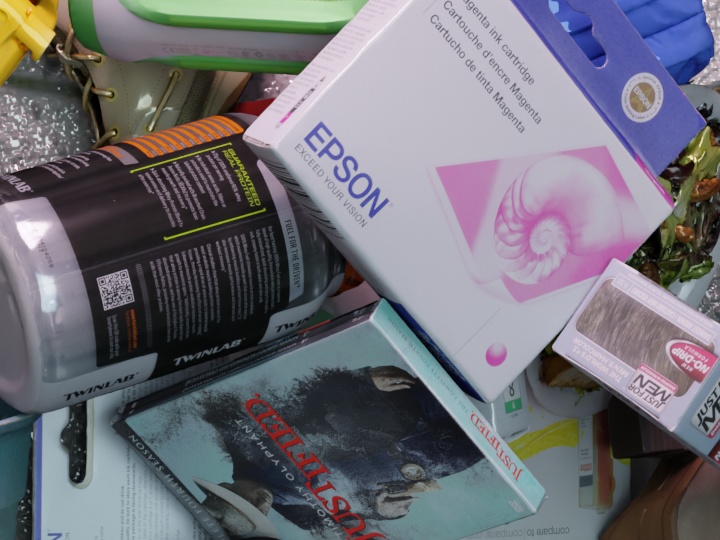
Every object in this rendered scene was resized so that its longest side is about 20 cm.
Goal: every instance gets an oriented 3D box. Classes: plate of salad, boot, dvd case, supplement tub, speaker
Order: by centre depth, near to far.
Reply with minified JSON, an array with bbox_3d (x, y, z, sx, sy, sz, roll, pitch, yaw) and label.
[{"bbox_3d":[-0.101,-0.009,1.459,0.200,0.123,0.123,-17,94,-25],"label":"supplement tub"},{"bbox_3d":[-0.048,-0.146,1.482,0.200,0.088,0.089,4,87,13],"label":"speaker"},{"bbox_3d":[-0.019,0.099,1.504,0.146,0.200,0.022,50,43,-21],"label":"dvd case"},{"bbox_3d":[-0.150,-0.108,1.561,0.155,0.073,0.200,35,66,-16],"label":"boot"},{"bbox_3d":[0.159,-0.006,1.565,0.200,0.048,0.200,-32,136,-38],"label":"plate of salad"},{"bbox_3d":[0.208,0.140,1.625,0.146,0.070,0.200,-2,92,-38],"label":"boot"}]

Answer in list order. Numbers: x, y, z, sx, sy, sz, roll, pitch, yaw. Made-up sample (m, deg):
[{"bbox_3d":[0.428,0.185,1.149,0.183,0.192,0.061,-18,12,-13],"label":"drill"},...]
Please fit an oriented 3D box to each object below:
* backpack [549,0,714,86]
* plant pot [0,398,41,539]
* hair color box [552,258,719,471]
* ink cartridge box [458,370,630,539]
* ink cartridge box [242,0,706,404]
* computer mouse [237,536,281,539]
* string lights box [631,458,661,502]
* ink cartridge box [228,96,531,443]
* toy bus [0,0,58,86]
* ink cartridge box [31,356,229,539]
[{"bbox_3d":[0.110,-0.129,1.595,0.162,0.200,0.168,-28,98,-18],"label":"backpack"},{"bbox_3d":[-0.263,0.166,1.472,0.200,0.200,0.196,-2,97,-19],"label":"plant pot"},{"bbox_3d":[0.200,0.076,1.490,0.200,0.099,0.061,34,91,-44],"label":"hair color box"},{"bbox_3d":[0.079,0.087,1.621,0.145,0.083,0.200,1,89,-39],"label":"ink cartridge box"},{"bbox_3d":[0.070,-0.068,1.435,0.200,0.043,0.196,-47,118,-9],"label":"ink cartridge box"},{"bbox_3d":[-0.116,0.207,1.515,0.200,0.059,0.034,-36,56,-20],"label":"computer mouse"},{"bbox_3d":[0.252,0.155,1.712,0.200,0.059,0.103,-1,87,-19],"label":"string lights box"},{"bbox_3d":[0.000,0.000,1.537,0.050,0.161,0.200,-18,99,-60],"label":"ink cartridge box"},{"bbox_3d":[-0.215,-0.141,1.457,0.136,0.200,0.192,42,97,-12],"label":"toy bus"},{"bbox_3d":[-0.092,0.094,1.603,0.200,0.041,0.200,2,88,-19],"label":"ink cartridge box"}]
